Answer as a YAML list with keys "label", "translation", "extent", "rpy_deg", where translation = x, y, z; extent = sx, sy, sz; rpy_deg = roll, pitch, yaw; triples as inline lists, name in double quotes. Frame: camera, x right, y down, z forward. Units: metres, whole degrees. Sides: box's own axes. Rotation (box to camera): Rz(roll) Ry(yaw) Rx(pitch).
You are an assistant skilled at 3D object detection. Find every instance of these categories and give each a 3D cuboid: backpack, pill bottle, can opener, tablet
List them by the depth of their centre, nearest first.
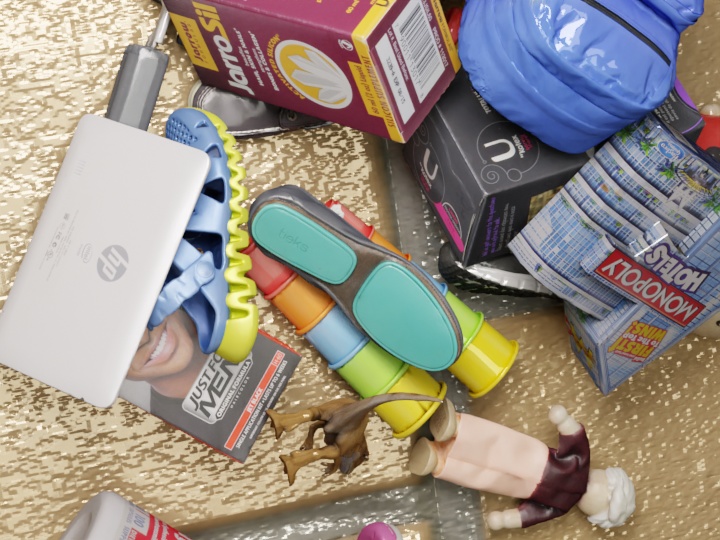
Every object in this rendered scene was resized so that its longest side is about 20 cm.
- label: "backpack"
  translation: [0.161, -0.202, 1.198]
  extent: [0.162, 0.168, 0.201]
  rpy_deg: [28, 60, -20]
- label: "tablet"
  translation: [-0.196, -0.010, 1.231]
  extent: [0.129, 0.014, 0.201]
  rpy_deg: [19, 86, 29]
- label: "can opener"
  translation: [-0.158, -0.154, 1.287]
  extent: [0.066, 0.053, 0.201]
  rpy_deg: [22, 90, -14]
- label: "pill bottle"
  translation: [-0.147, 0.269, 1.302]
  extent: [0.199, 0.112, 0.113]
  rpy_deg: [34, 87, -15]

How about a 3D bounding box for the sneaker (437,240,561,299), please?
- label: "sneaker"
  translation: [0.151, -0.015, 1.372]
  extent: [0.199, 0.074, 0.081]
  rpy_deg: [5, 88, -29]

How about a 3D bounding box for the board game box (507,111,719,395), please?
- label: "board game box"
  translation: [0.218, -0.003, 1.295]
  extent: [0.199, 0.062, 0.200]
  rpy_deg: [26, 113, -43]

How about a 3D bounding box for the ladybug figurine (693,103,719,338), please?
- label: "ladybug figurine"
  translation: [0.308, -0.040, 1.403]
  extent: [0.135, 0.072, 0.202]
  rpy_deg: [-12, 98, -21]

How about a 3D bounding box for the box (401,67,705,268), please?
- label: "box"
  translation: [0.150, -0.103, 1.311]
  extent: [0.199, 0.106, 0.123]
  rpy_deg: [-17, 62, -18]

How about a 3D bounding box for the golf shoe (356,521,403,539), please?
- label: "golf shoe"
  translation: [0.041, 0.302, 1.383]
  extent: [0.091, 0.075, 0.202]
  rpy_deg: [-12, 101, -28]

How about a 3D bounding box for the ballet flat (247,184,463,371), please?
- label: "ballet flat"
  translation: [0.000, 0.000, 1.287]
  extent: [0.199, 0.073, 0.073]
  rpy_deg: [37, 86, -9]

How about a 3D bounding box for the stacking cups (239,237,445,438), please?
- label: "stacking cups"
  translation: [-0.022, 0.050, 1.336]
  extent: [0.200, 0.060, 0.061]
  rpy_deg: [42, 85, -11]

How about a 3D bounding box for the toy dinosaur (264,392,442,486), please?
- label: "toy dinosaur"
  translation: [-0.014, 0.117, 1.290]
  extent: [0.106, 0.200, 0.061]
  rpy_deg: [-19, 77, -15]

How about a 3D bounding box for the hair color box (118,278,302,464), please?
- label: "hair color box"
  translation: [-0.157, 0.059, 1.305]
  extent: [0.199, 0.061, 0.102]
  rpy_deg: [29, 88, -15]

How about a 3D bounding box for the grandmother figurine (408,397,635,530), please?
- label: "grandmother figurine"
  translation: [0.148, 0.167, 1.400]
  extent: [0.199, 0.061, 0.122]
  rpy_deg: [22, 117, -18]

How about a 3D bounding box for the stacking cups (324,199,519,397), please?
- label: "stacking cups"
  translation: [0.036, 0.022, 1.357]
  extent: [0.200, 0.060, 0.061]
  rpy_deg: [38, 86, -11]

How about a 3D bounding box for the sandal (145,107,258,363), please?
- label: "sandal"
  translation: [-0.130, -0.029, 1.251]
  extent: [0.086, 0.079, 0.202]
  rpy_deg: [-1, 71, -23]

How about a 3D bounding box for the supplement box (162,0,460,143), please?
- label: "supplement box"
  translation: [-0.039, -0.181, 1.222]
  extent: [0.086, 0.199, 0.111]
  rpy_deg: [-54, 144, -24]

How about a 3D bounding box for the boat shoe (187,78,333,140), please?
- label: "boat shoe"
  translation: [-0.038, -0.148, 1.312]
  extent: [0.198, 0.065, 0.073]
  rpy_deg: [-12, 101, -12]

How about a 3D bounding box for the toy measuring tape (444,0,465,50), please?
- label: "toy measuring tape"
  translation: [0.111, -0.215, 1.342]
  extent: [0.073, 0.074, 0.201]
  rpy_deg: [29, 88, -15]
